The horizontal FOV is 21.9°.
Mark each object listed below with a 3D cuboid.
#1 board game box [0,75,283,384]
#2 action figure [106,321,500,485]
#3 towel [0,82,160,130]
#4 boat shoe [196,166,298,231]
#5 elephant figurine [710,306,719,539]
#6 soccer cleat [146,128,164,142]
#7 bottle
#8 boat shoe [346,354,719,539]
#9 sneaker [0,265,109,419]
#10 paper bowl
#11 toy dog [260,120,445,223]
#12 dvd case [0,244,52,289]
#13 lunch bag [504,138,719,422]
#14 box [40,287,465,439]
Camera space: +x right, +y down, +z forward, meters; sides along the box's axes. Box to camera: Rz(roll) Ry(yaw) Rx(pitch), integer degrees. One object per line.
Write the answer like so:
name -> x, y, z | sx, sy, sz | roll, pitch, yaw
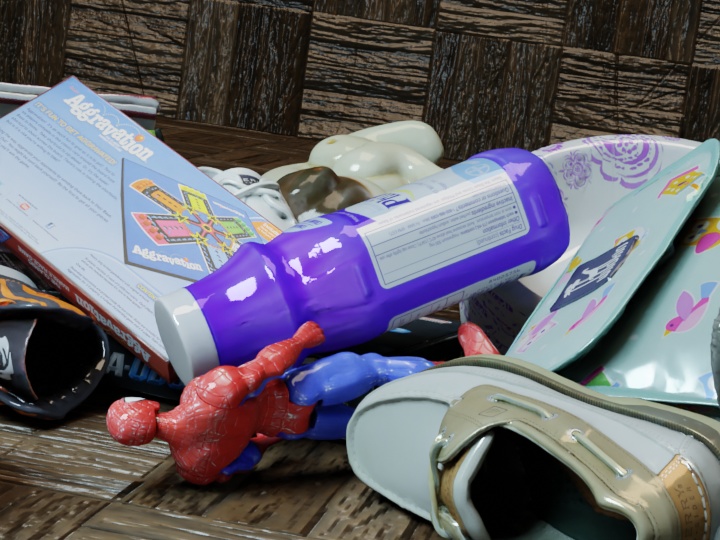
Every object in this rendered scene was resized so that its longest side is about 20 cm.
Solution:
board game box -> -0.127, -0.027, 0.973 | 0.103, 0.019, 0.200 | -36, 56, -28
action figure -> -0.026, 0.059, 0.836 | 0.200, 0.065, 0.052 | -5, 39, -41
towel -> -0.221, -0.057, 1.201 | 0.144, 0.023, 0.200 | 4, -33, -21
boat shoe -> -0.074, -0.028, 1.095 | 0.074, 0.065, 0.200 | 5, 6, -24
elephant figurine -> 0.185, 0.048, 0.638 | 0.141, 0.200, 0.155 | 9, 8, 6
soccer cleat -> -0.132, -0.040, 1.071 | 0.068, 0.081, 0.200 | 4, 9, -10
bottle -> 0.000, 0.000, 0.902 | 0.200, 0.065, 0.084 | -21, 6, -17
boat shoe -> 0.059, 0.079, 0.751 | 0.068, 0.075, 0.200 | -15, 11, -42
sneaker -> -0.204, 0.026, 0.874 | 0.200, 0.078, 0.112 | 0, 10, -43
paper bowl -> 0.154, 0.018, 1.015 | 0.201, 0.104, 0.201 | 0, 38, 0
toy dog -> -0.016, -0.027, 1.231 | 0.194, 0.140, 0.200 | 7, 10, -1
dvd case -> -0.250, -0.010, 1.017 | 0.149, 0.016, 0.200 | 45, 29, 23
lunch bag -> 0.161, 0.033, 0.829 | 0.200, 0.122, 0.170 | 9, 46, 33
box -> -0.053, 0.042, 1.014 | 0.200, 0.046, 0.159 | 11, 8, 23
